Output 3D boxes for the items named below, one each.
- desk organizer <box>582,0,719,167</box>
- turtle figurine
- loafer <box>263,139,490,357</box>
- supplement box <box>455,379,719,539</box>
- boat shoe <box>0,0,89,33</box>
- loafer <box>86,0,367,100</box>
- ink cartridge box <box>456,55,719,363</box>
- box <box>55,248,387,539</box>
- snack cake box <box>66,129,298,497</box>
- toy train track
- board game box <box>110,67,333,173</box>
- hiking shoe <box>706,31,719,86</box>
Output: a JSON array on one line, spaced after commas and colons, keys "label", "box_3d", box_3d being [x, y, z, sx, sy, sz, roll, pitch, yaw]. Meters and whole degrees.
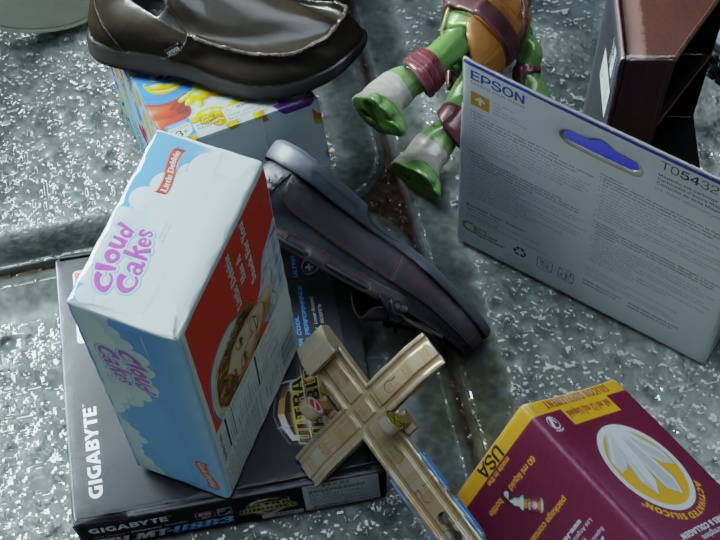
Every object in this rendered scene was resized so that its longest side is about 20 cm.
[{"label": "desk organizer", "box_3d": [0.190, -0.099, 0.948, 0.076, 0.201, 0.072, 1, 57, 0]}, {"label": "turtle figurine", "box_3d": [0.105, -0.142, 1.007, 0.200, 0.144, 0.194, 40, 77, 17]}, {"label": "loafer", "box_3d": [0.000, 0.000, 0.926, 0.063, 0.200, 0.072, -52, 27, -8]}, {"label": "supplement box", "box_3d": [0.164, 0.166, 0.822, 0.110, 0.086, 0.200, -7, 47, -50]}, {"label": "boat shoe", "box_3d": [-0.214, -0.242, 1.139, 0.199, 0.067, 0.057, -25, 41, -19]}, {"label": "loafer", "box_3d": [-0.093, -0.159, 0.910, 0.198, 0.072, 0.073, 8, 44, 20]}, {"label": "ink cartridge box", "box_3d": [0.154, -0.044, 0.914, 0.195, 0.201, 0.043, 29, 63, 18]}, {"label": "box", "box_3d": [-0.094, 0.067, 0.945, 0.196, 0.050, 0.202, -8, 57, -4]}, {"label": "snack cake box", "box_3d": [-0.094, 0.031, 0.820, 0.067, 0.201, 0.116, 17, 60, 14]}, {"label": "toy train track", "box_3d": [0.023, 0.114, 0.832, 0.115, 0.032, 0.201, -45, 68, 18]}, {"label": "board game box", "box_3d": [-0.101, -0.111, 0.992, 0.102, 0.106, 0.200, -21, 42, -11]}, {"label": "hiking shoe", "box_3d": [0.247, -0.199, 1.012, 0.200, 0.074, 0.087, 44, 92, 1]}]
